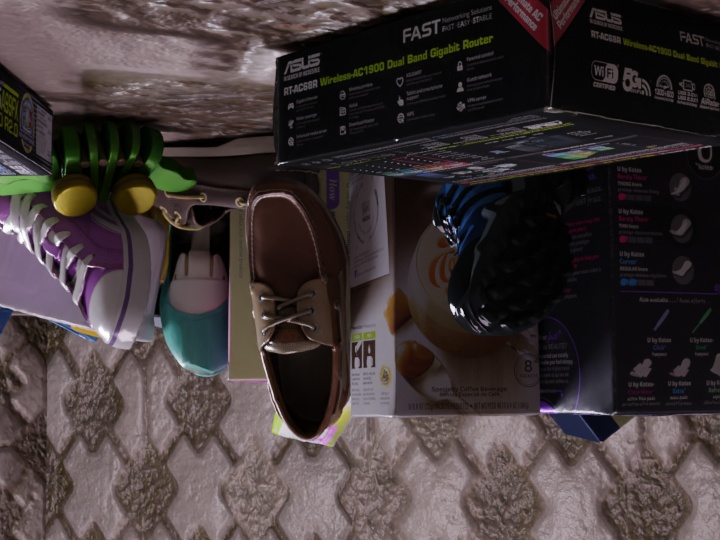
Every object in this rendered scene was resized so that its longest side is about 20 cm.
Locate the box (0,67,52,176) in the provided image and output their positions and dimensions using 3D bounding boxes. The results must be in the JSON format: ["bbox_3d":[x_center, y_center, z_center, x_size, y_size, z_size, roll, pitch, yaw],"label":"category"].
[{"bbox_3d":[-0.277,-0.090,0.803,0.159,0.045,0.200,0,175,1],"label":"box"}]

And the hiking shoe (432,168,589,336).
[{"bbox_3d":[0.083,-0.023,0.853,0.086,0.075,0.200,-16,-153,32],"label":"hiking shoe"}]

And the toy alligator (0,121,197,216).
[{"bbox_3d":[-0.201,-0.075,0.931,0.198,0.060,0.054,-2,136,-25],"label":"toy alligator"}]

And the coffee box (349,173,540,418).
[{"bbox_3d":[0.057,0.001,0.972,0.113,0.202,0.080,1,174,-22],"label":"coffee box"}]

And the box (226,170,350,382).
[{"bbox_3d":[0.000,0.000,1.116,0.198,0.178,0.097,-2,175,9],"label":"box"}]

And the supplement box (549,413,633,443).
[{"bbox_3d":[0.220,0.026,1.163,0.199,0.135,0.200,-38,177,-3],"label":"supplement box"}]

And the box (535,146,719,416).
[{"bbox_3d":[0.180,0.000,0.970,0.105,0.202,0.122,2,175,-27],"label":"box"}]

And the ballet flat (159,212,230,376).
[{"bbox_3d":[-0.135,-0.005,1.159,0.067,0.201,0.071,-4,134,-3],"label":"ballet flat"}]

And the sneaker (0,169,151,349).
[{"bbox_3d":[-0.213,-0.020,0.963,0.113,0.073,0.201,7,-147,-28],"label":"sneaker"}]

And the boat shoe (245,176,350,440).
[{"bbox_3d":[-0.043,0.031,1.000,0.075,0.202,0.072,-8,-155,11],"label":"boat shoe"}]

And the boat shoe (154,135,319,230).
[{"bbox_3d":[-0.119,-0.062,1.056,0.198,0.060,0.072,-3,175,27],"label":"boat shoe"}]

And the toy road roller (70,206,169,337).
[{"bbox_3d":[-0.240,-0.015,1.322,0.145,0.124,0.199,21,161,-37],"label":"toy road roller"}]

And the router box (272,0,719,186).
[{"bbox_3d":[0.072,-0.089,0.717,0.149,0.063,0.199,4,174,-42],"label":"router box"}]

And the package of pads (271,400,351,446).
[{"bbox_3d":[-0.027,0.067,1.280,0.068,0.156,0.200,14,154,-6],"label":"package of pads"}]

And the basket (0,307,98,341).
[{"bbox_3d":[-0.370,0.025,1.495,0.199,0.140,0.176,32,169,-10],"label":"basket"}]

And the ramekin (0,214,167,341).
[{"bbox_3d":[-0.252,-0.015,1.133,0.199,0.099,0.200,16,178,0],"label":"ramekin"}]
